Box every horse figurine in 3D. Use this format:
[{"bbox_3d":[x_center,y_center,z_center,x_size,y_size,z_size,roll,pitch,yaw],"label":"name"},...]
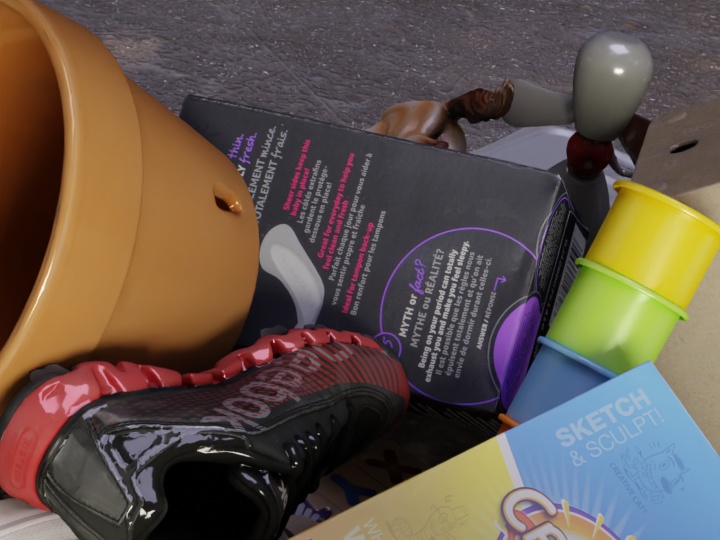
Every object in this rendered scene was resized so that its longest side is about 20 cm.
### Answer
[{"bbox_3d":[0.011,-0.060,0.980,0.200,0.050,0.133,-30,28,11],"label":"horse figurine"}]

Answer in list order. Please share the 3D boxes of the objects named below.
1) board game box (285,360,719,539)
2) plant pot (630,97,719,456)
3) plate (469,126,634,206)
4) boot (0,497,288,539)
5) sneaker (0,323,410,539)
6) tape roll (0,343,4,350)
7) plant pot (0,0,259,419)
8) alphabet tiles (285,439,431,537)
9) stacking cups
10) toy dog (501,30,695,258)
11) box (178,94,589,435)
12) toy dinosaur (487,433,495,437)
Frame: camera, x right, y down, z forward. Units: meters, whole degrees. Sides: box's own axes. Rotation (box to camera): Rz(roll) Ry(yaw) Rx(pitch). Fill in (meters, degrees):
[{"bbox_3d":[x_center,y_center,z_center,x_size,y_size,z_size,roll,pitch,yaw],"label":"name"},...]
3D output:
[{"bbox_3d":[0.071,0.140,0.613,0.200,0.040,0.153,-24,66,-22],"label":"board game box"},{"bbox_3d":[0.231,0.003,0.815,0.200,0.177,0.200,-16,19,24],"label":"plant pot"},{"bbox_3d":[0.153,-0.048,1.111,0.200,0.032,0.200,28,32,27],"label":"plate"},{"bbox_3d":[-0.102,0.135,0.630,0.096,0.074,0.200,30,33,35],"label":"boot"},{"bbox_3d":[-0.044,0.075,0.648,0.200,0.071,0.098,-8,35,-44],"label":"sneaker"},{"bbox_3d":[-0.266,0.022,0.805,0.203,0.037,0.203,9,28,-5],"label":"tape roll"},{"bbox_3d":[-0.140,-0.010,0.713,0.140,0.200,0.200,19,16,-46],"label":"plant pot"},{"bbox_3d":[0.054,0.147,0.745,0.200,0.006,0.166,33,34,32],"label":"alphabet tiles"},{"bbox_3d":[0.095,0.060,0.712,0.060,0.200,0.061,28,-3,2],"label":"stacking cups"},{"bbox_3d":[0.134,-0.059,0.963,0.132,0.200,0.096,33,36,-11],"label":"toy dog"},{"bbox_3d":[0.000,0.000,0.805,0.200,0.122,0.106,14,-9,18],"label":"box"},{"bbox_3d":[0.069,0.048,0.897,0.200,0.058,0.101,17,13,-8],"label":"toy dinosaur"}]
